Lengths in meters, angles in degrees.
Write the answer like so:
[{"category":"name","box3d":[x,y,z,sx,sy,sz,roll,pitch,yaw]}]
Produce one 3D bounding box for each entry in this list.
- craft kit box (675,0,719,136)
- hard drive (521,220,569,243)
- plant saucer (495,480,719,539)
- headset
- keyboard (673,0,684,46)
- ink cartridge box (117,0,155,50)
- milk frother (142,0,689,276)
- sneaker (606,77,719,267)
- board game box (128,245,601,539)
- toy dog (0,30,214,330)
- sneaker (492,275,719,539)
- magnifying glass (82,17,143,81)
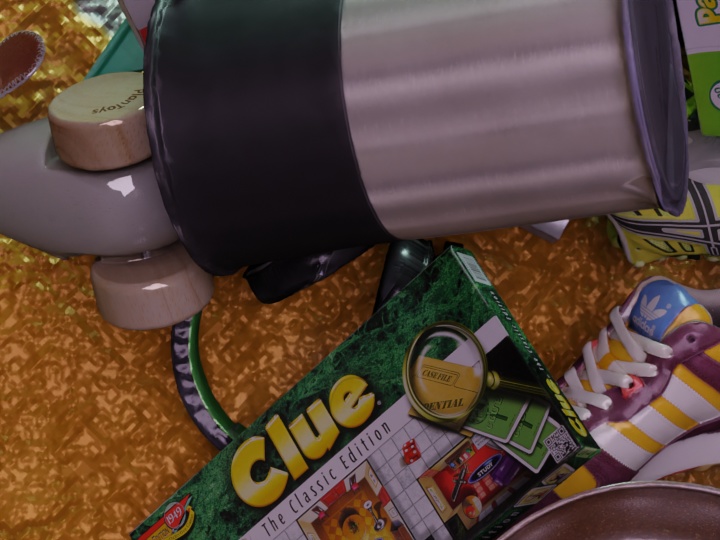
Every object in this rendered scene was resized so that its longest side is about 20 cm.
[{"category":"craft kit box","box3d":[0.164,-0.192,0.898,0.048,0.198,0.200,0,41,26]},{"category":"hard drive","box3d":[0.029,-0.116,0.996,0.199,0.026,0.132,27,82,-2]},{"category":"plant saucer","box3d":[0.116,0.183,0.849,0.199,0.032,0.201,1,75,-2]},{"category":"headset","box3d":[0.000,0.000,0.946,0.123,0.094,0.200,33,93,-1]},{"category":"keyboard","box3d":[0.155,-0.195,0.960,0.104,0.040,0.201,-11,104,-38]},{"category":"ink cartridge box","box3d":[-0.033,-0.152,0.926,0.160,0.050,0.201,-26,99,-2]},{"category":"milk frother","box3d":[0.008,-0.102,0.805,0.187,0.200,0.181,-8,80,17]},{"category":"sneaker","box3d":[0.150,-0.035,0.972,0.199,0.076,0.077,27,115,-19]},{"category":"board game box","box3d":[-0.003,0.093,0.910,0.200,0.023,0.105,-43,61,20]},{"category":"toy dog","box3d":[-0.129,-0.049,0.926,0.200,0.132,0.096,29,38,22]},{"category":"sneaker","box3d":[0.110,0.049,0.934,0.199,0.075,0.090,-21,128,-23]},{"category":"magnifying glass","box3d":[-0.082,-0.112,0.962,0.079,0.022,0.201,10,97,1]}]
